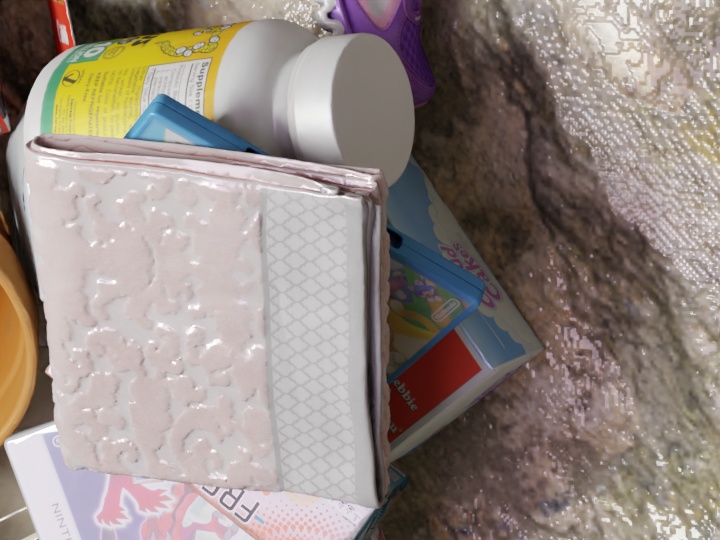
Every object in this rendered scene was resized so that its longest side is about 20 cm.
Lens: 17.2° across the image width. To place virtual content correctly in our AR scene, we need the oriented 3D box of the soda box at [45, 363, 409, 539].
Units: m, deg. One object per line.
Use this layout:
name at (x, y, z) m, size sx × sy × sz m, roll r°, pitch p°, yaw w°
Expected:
soda box at (-0.073, 0.086, 1.323) m, size 0.200 × 0.064 × 0.069 m, roll 37°, pitch 105°, yaw 8°

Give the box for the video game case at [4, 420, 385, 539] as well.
video game case at (-0.090, 0.152, 1.379) m, size 0.199 × 0.023 × 0.183 m, roll -20°, pitch 91°, yaw 16°

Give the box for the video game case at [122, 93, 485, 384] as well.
video game case at (-0.051, -0.005, 1.266) m, size 0.199 × 0.018 × 0.143 m, roll 30°, pitch 143°, yaw -13°

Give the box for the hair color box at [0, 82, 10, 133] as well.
hair color box at (-0.268, -0.185, 1.458) m, size 0.061 × 0.102 × 0.201 m, roll -12°, pitch 79°, yaw -3°

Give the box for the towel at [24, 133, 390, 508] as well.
towel at (-0.077, 0.030, 1.230) m, size 0.190 × 0.032 × 0.201 m, roll 7°, pitch 121°, yaw 15°

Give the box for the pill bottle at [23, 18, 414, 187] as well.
pill bottle at (-0.076, -0.078, 1.299) m, size 0.199 × 0.113 × 0.113 m, roll -4°, pitch 99°, yaw 33°

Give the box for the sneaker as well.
sneaker at (0.011, -0.190, 1.325) m, size 0.088 × 0.080 × 0.201 m, roll -17°, pitch 95°, yaw 16°

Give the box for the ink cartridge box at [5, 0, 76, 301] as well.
ink cartridge box at (-0.193, -0.090, 1.433) m, size 0.047 × 0.160 × 0.201 m, roll -10°, pitch 99°, yaw -11°

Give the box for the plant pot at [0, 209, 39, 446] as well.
plant pot at (-0.289, 0.012, 1.435) m, size 0.199 × 0.140 × 0.201 m, roll -1°, pitch 122°, yaw -2°

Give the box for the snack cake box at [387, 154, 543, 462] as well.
snack cake box at (0.000, 0.000, 1.374) m, size 0.115 × 0.067 × 0.200 m, roll -40°, pitch 78°, yaw 31°

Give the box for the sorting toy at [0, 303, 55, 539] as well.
sorting toy at (-0.153, 0.082, 1.478) m, size 0.199 × 0.107 × 0.181 m, roll -26°, pitch 71°, yaw 16°
